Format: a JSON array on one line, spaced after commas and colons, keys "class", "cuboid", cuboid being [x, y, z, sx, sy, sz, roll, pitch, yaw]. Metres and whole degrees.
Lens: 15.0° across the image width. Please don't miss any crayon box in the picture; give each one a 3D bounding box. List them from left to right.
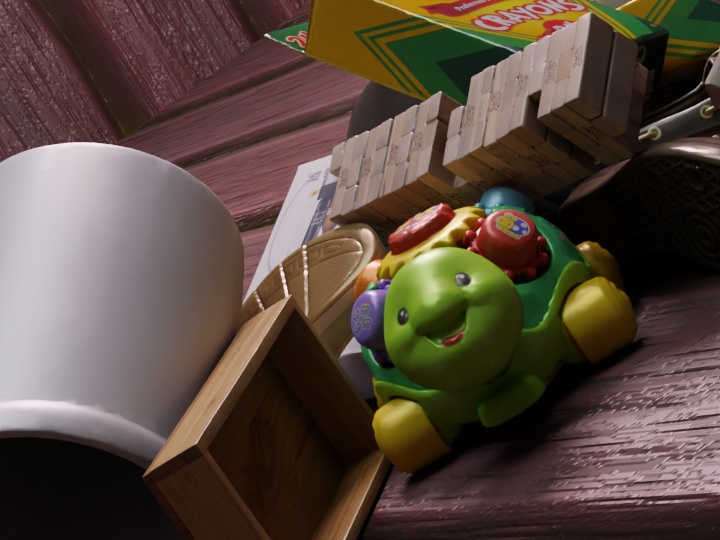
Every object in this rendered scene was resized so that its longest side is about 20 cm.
[{"class": "crayon box", "cuboid": [0.059, -0.135, 1.570, 0.199, 0.051, 0.127, 23, 26, 32]}, {"class": "crayon box", "cuboid": [0.214, -0.140, 1.615, 0.199, 0.052, 0.125, -24, -15, 38]}]

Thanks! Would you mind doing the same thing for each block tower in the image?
[{"class": "block tower", "cuboid": [0.064, -0.064, 1.423, 0.200, 0.054, 0.058, -24, 44, 46]}]

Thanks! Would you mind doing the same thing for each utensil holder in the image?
[{"class": "utensil holder", "cuboid": [-0.145, 0.060, 1.399, 0.169, 0.170, 0.201, -27, 38, 29]}]

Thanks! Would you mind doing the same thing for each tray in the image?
[{"class": "tray", "cuboid": [-0.040, 0.093, 1.319, 0.037, 0.099, 0.200, -31, 10, 19]}]

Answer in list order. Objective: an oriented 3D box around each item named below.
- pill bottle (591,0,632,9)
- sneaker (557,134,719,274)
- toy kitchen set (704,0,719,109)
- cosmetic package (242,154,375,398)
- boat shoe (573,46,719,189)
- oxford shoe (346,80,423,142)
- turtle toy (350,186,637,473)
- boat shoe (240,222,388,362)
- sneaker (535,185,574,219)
[{"class": "pill bottle", "cuboid": [0.096, -0.180, 1.728, 0.199, 0.113, 0.112, -6, 27, 47]}, {"class": "sneaker", "cuboid": [0.172, -0.046, 1.397, 0.075, 0.071, 0.200, -36, 11, -23]}, {"class": "toy kitchen set", "cuboid": [0.205, -0.195, 1.360, 0.201, 0.163, 0.180, -64, -19, -7]}, {"class": "cosmetic package", "cuboid": [0.000, 0.000, 1.588, 0.200, 0.052, 0.151, -15, 52, 61]}, {"class": "boat shoe", "cuboid": [0.207, -0.092, 1.523, 0.201, 0.060, 0.072, -34, 10, -2]}, {"class": "oxford shoe", "cuboid": [0.053, -0.094, 1.733, 0.071, 0.072, 0.200, 10, -13, -28]}, {"class": "turtle toy", "cuboid": [0.054, 0.022, 1.355, 0.145, 0.101, 0.200, -32, 10, 8]}, {"class": "boat shoe", "cuboid": [-0.041, 0.057, 1.483, 0.200, 0.069, 0.071, -45, 27, 24]}, {"class": "sneaker", "cuboid": [0.086, -0.036, 1.671, 0.199, 0.074, 0.082, -18, 52, 32]}]
